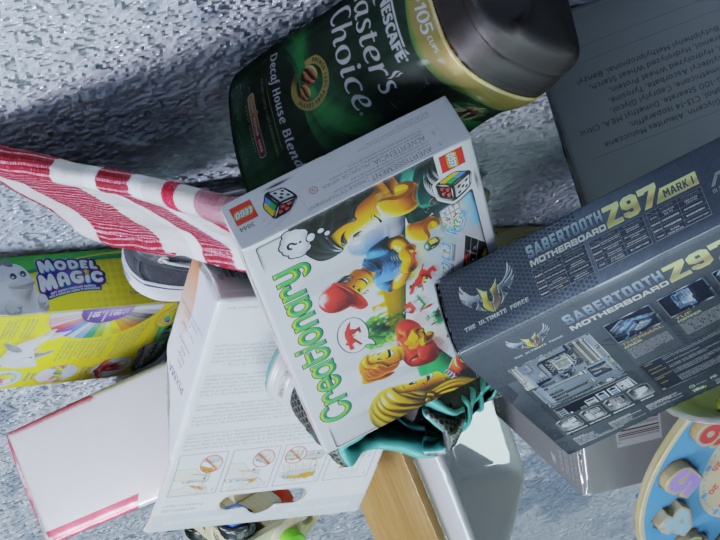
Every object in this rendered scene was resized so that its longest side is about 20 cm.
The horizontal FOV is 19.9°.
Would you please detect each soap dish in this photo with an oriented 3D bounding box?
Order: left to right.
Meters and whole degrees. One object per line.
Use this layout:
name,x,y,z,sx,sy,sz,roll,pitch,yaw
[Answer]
soap dish,0.046,0.123,1.467,0.081,0.158,0.201,-10,121,22

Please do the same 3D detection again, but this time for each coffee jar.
coffee jar,0.022,-0.106,1.068,0.085,0.105,0.199,15,143,-42

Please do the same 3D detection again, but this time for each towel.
towel,-0.110,-0.027,1.123,0.198,0.023,0.144,13,169,27

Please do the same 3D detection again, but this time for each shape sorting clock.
shape sorting clock,0.260,0.118,1.318,0.199,0.039,0.201,-26,140,-23

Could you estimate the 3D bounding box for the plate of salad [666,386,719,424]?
plate of salad,0.261,0.028,1.199,0.198,0.048,0.200,-22,-162,7

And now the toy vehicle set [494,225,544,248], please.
toy vehicle set,0.102,0.024,1.550,0.123,0.027,0.200,-3,155,-31

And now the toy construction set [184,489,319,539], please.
toy construction set,-0.068,0.160,1.544,0.130,0.093,0.199,-27,-162,-26

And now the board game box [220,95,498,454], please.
board game box,0.011,0.008,1.069,0.125,0.035,0.201,-26,144,-5

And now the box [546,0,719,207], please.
box,0.222,-0.086,1.231,0.198,0.132,0.199,-20,158,7

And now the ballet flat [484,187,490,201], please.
ballet flat,0.000,0.000,1.344,0.198,0.063,0.068,-19,164,-11

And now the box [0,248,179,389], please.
box,-0.205,0.032,1.316,0.198,0.049,0.117,-3,154,-28

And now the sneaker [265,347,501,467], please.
sneaker,0.045,0.075,1.233,0.198,0.091,0.078,-10,134,-26

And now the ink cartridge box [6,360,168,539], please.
ink cartridge box,-0.132,0.107,1.416,0.145,0.085,0.200,-23,178,16

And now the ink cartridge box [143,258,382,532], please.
ink cartridge box,-0.047,0.073,1.281,0.161,0.050,0.201,-3,134,-29

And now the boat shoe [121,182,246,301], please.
boat shoe,-0.048,-0.027,1.265,0.198,0.072,0.068,-4,158,-12

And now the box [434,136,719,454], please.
box,0.160,0.012,1.077,0.199,0.051,0.158,-28,146,16

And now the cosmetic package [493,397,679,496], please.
cosmetic package,0.150,0.069,1.393,0.089,0.108,0.200,-12,-168,-14
